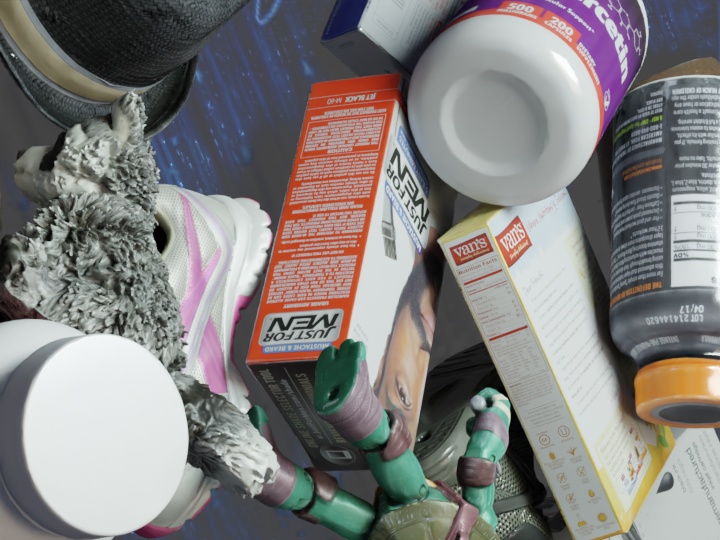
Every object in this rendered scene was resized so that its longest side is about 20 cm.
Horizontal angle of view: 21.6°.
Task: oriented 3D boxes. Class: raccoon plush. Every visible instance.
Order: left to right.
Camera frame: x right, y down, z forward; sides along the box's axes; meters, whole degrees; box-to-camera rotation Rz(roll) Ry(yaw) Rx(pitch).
[{"bbox_3d":[-0.099,0.009,0.944,0.200,0.097,0.134,40,63,-5],"label":"raccoon plush"}]

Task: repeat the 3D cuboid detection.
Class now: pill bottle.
[{"bbox_3d":[-0.170,0.083,0.862,0.112,0.199,0.113,10,75,-40],"label":"pill bottle"},{"bbox_3d":[0.107,-0.127,1.132,0.113,0.112,0.200,60,31,-16],"label":"pill bottle"},{"bbox_3d":[0.204,-0.008,1.151,0.106,0.106,0.202,20,66,-38],"label":"pill bottle"}]

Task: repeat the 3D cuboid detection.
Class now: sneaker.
[{"bbox_3d":[-0.111,0.042,1.012,0.088,0.081,0.202,24,59,-35],"label":"sneaker"},{"bbox_3d":[0.081,0.115,1.155,0.115,0.076,0.200,67,29,-17],"label":"sneaker"}]

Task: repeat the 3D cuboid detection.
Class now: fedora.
[{"bbox_3d":[-0.116,-0.162,0.994,0.200,0.091,0.202,27,58,-55],"label":"fedora"}]

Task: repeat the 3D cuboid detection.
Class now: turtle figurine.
[{"bbox_3d":[0.029,0.126,0.991,0.150,0.101,0.200,-47,121,3],"label":"turtle figurine"}]

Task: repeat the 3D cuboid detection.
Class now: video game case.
[{"bbox_3d":[0.078,-0.176,1.239,0.181,0.045,0.201,38,59,-29],"label":"video game case"}]

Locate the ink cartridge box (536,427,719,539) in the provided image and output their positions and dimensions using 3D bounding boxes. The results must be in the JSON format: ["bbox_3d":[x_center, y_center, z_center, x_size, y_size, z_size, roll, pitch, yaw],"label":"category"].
[{"bbox_3d":[0.170,0.205,1.225,0.200,0.083,0.145,-37,107,-39],"label":"ink cartridge box"}]

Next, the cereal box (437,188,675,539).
[{"bbox_3d":[0.123,0.046,1.140,0.201,0.039,0.144,65,27,-6],"label":"cereal box"}]

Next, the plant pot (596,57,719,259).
[{"bbox_3d":[0.243,-0.035,1.292,0.186,0.187,0.201,-14,76,-42],"label":"plant pot"}]

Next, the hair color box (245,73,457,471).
[{"bbox_3d":[0.000,0.000,1.074,0.111,0.063,0.201,61,33,-47],"label":"hair color box"}]
